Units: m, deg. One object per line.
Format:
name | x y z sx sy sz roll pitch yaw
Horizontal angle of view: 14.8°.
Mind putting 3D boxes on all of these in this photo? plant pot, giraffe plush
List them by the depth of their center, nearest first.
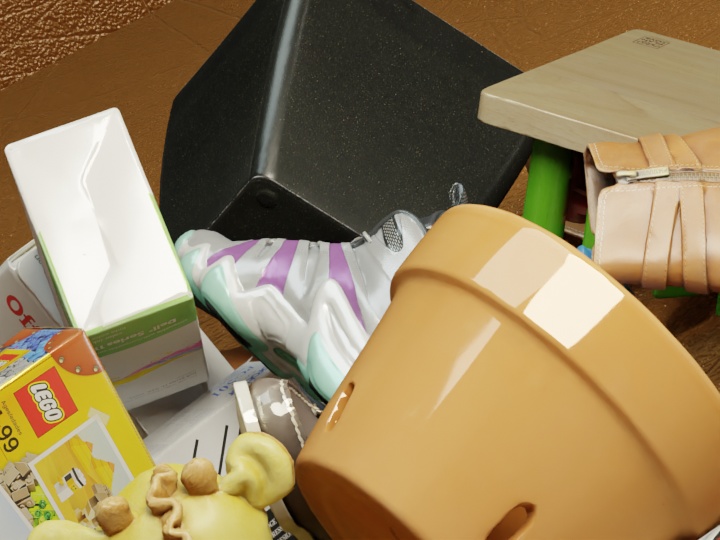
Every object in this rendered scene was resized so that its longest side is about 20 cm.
plant pot | 0.064 0.089 1.289 0.140 0.200 0.200 -44 20 -16
giraffe plush | -0.076 0.162 1.303 0.172 0.163 0.200 -34 17 -27
plant pot | -0.021 -0.052 1.790 0.200 0.200 0.178 -45 18 44

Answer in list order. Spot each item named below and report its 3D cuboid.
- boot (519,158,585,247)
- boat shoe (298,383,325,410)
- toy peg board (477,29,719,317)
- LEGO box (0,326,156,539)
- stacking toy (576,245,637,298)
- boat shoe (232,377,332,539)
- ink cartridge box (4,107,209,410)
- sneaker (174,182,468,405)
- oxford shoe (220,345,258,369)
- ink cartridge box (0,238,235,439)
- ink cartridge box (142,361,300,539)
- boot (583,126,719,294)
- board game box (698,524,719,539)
boot | 0.138 -0.050 1.793 0.155 0.074 0.200 -41 18 -30
boat shoe | 0.015 0.078 1.618 0.074 0.062 0.200 -31 18 -23
toy peg board | 0.196 -0.054 1.624 0.199 0.098 0.199 19 24 28
LEGO box | -0.167 0.152 1.412 0.149 0.201 0.077 -35 17 -27
stacking toy | 0.069 0.084 1.476 0.200 0.110 0.116 -32 12 23
boat shoe | -0.014 0.105 1.393 0.059 0.200 0.072 -17 56 6
ink cartridge box | -0.135 0.006 1.519 0.067 0.118 0.200 -21 -17 -6
sneaker | 0.000 0.000 1.487 0.140 0.078 0.200 -48 54 -7
oxford shoe | -0.135 0.076 1.848 0.199 0.072 0.071 -20 15 16
ink cartridge box | -0.180 0.073 1.673 0.083 0.147 0.200 -38 -2 -41
ink cartridge box | -0.100 0.141 1.539 0.200 0.094 0.044 -37 18 -32
boot | 0.194 0.000 1.404 0.154 0.074 0.200 0 37 -5
board game box | 0.182 0.152 1.160 0.126 0.035 0.200 -31 16 -16
